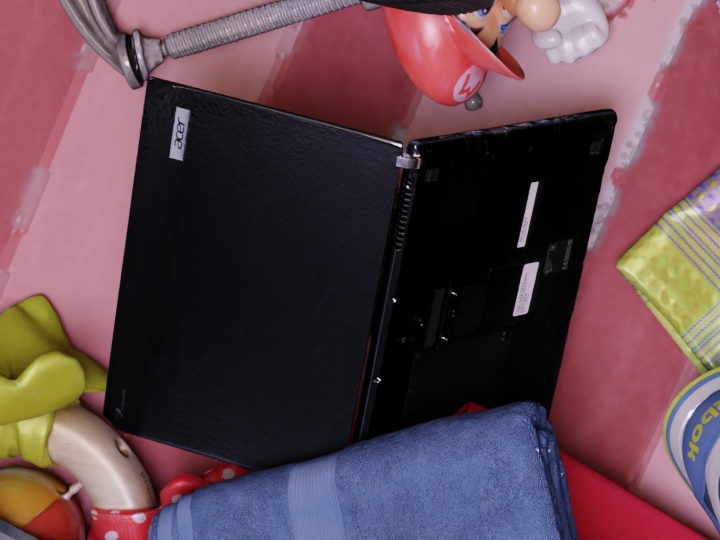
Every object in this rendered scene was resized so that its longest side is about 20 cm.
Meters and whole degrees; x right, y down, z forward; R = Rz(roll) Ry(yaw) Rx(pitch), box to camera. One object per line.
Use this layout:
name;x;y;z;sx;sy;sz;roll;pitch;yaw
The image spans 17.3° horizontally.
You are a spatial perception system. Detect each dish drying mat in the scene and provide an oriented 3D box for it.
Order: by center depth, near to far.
dish drying mat;0.109;0.138;1.118;0.199;0.018;0.077;32;99;-19

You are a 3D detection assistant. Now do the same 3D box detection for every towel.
towel;0.003;0.132;1.042;0.199;0.048;0.112;-18;70;23
towel;0.237;-0.015;1.118;0.200;0.023;0.144;-39;91;10

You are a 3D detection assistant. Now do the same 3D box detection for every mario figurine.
mario figurine;0.088;-0.162;1.075;0.123;0.106;0.201;29;92;-15

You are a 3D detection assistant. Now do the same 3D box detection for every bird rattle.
bird rattle;-0.144;0.117;1.165;0.163;0.113;0.200;-39;103;21

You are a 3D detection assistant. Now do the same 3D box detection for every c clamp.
c clamp;-0.054;-0.144;1.140;0.199;0.027;0.172;-10;95;8

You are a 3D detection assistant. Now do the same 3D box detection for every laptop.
laptop;0.000;0.000;1.090;0.103;0.199;0.178;35;125;41

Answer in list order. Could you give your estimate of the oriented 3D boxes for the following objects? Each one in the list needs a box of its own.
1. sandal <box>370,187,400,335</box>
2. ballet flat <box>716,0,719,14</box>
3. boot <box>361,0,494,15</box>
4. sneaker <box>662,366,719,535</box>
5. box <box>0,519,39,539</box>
sandal;-0.019;0.002;1.138;0.199;0.055;0.082;-27;134;14
ballet flat;0.225;-0.194;1.080;0.075;0.064;0.201;31;100;2
boot;-0.002;-0.188;1.032;0.077;0.200;0.139;10;96;-37
sneaker;0.213;0.137;1.094;0.074;0.082;0.200;-40;109;-3
box;-0.184;0.189;1.146;0.199;0.046;0.159;27;132;5
